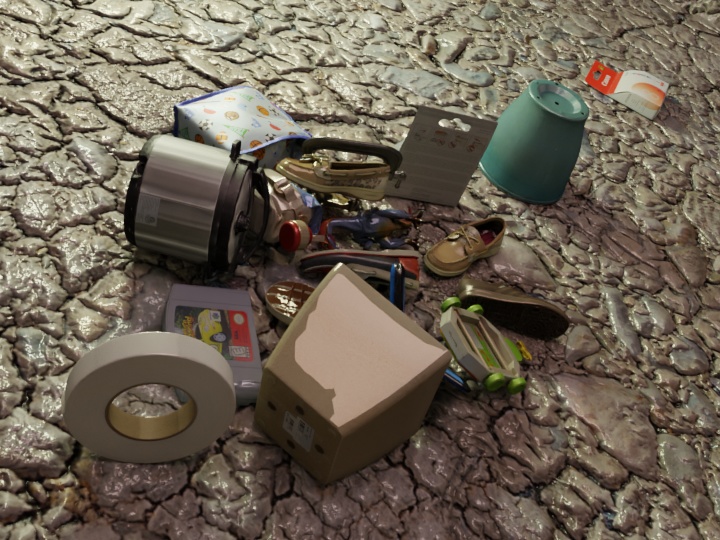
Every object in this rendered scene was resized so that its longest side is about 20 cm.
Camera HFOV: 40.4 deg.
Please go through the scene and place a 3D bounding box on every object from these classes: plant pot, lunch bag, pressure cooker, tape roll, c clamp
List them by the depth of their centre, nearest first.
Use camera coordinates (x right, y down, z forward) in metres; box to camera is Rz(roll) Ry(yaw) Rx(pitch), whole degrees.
[{"bbox_3d":[-0.246,0.153,1.148,0.200,0.204,0.037,7,41,-21],"label":"tape roll"},{"bbox_3d":[-0.030,0.153,1.283,0.199,0.201,0.177,39,52,18],"label":"plant pot"},{"bbox_3d":[-0.233,-0.095,1.447,0.197,0.177,0.181,13,59,1],"label":"pressure cooker"},{"bbox_3d":[-0.196,-0.224,1.668,0.170,0.125,0.199,41,48,22],"label":"lunch bag"},{"bbox_3d":[-0.009,-0.182,1.678,0.197,0.171,0.027,10,74,-10],"label":"c clamp"},{"bbox_3d":[0.358,-0.270,1.962,0.197,0.189,0.201,14,39,-12],"label":"plant pot"}]

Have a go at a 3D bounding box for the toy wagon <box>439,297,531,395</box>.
[{"bbox_3d":[0.200,0.123,1.518,0.199,0.040,0.156,18,37,-51],"label":"toy wagon"}]

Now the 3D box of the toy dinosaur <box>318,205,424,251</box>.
[{"bbox_3d":[0.014,-0.062,1.663,0.179,0.107,0.200,6,7,-8],"label":"toy dinosaur"}]

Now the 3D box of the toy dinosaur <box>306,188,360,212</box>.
[{"bbox_3d":[-0.069,-0.135,1.697,0.100,0.059,0.200,7,22,-29],"label":"toy dinosaur"}]

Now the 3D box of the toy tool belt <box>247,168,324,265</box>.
[{"bbox_3d":[-0.111,-0.087,1.549,0.122,0.127,0.199,-4,26,-41],"label":"toy tool belt"}]

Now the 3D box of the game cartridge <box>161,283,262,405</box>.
[{"bbox_3d":[-0.210,0.098,1.363,0.131,0.041,0.201,3,43,-20],"label":"game cartridge"}]

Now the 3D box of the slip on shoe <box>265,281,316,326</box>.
[{"bbox_3d":[-0.055,0.077,1.454,0.198,0.061,0.076,17,48,20],"label":"slip on shoe"}]

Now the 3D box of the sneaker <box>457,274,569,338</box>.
[{"bbox_3d":[0.257,0.051,1.637,0.197,0.071,0.076,17,38,-11],"label":"sneaker"}]

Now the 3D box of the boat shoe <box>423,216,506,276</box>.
[{"bbox_3d":[0.186,-0.050,1.716,0.074,0.067,0.199,41,41,20],"label":"boat shoe"}]

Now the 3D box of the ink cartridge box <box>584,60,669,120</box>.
[{"bbox_3d":[0.678,-0.476,2.479,0.199,0.050,0.162,33,39,4],"label":"ink cartridge box"}]

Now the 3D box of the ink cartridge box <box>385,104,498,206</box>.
[{"bbox_3d":[0.137,-0.213,1.768,0.158,0.201,0.048,8,41,-20],"label":"ink cartridge box"}]

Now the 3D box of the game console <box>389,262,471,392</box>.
[{"bbox_3d":[0.100,0.081,1.412,0.116,0.174,0.200,2,-2,3],"label":"game console"}]

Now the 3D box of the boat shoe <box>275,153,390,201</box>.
[{"bbox_3d":[-0.044,-0.163,1.608,0.198,0.063,0.073,8,21,-30],"label":"boat shoe"}]

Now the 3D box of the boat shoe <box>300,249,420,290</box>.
[{"bbox_3d":[0.000,0.000,1.563,0.197,0.071,0.064,1,86,-12],"label":"boat shoe"}]
